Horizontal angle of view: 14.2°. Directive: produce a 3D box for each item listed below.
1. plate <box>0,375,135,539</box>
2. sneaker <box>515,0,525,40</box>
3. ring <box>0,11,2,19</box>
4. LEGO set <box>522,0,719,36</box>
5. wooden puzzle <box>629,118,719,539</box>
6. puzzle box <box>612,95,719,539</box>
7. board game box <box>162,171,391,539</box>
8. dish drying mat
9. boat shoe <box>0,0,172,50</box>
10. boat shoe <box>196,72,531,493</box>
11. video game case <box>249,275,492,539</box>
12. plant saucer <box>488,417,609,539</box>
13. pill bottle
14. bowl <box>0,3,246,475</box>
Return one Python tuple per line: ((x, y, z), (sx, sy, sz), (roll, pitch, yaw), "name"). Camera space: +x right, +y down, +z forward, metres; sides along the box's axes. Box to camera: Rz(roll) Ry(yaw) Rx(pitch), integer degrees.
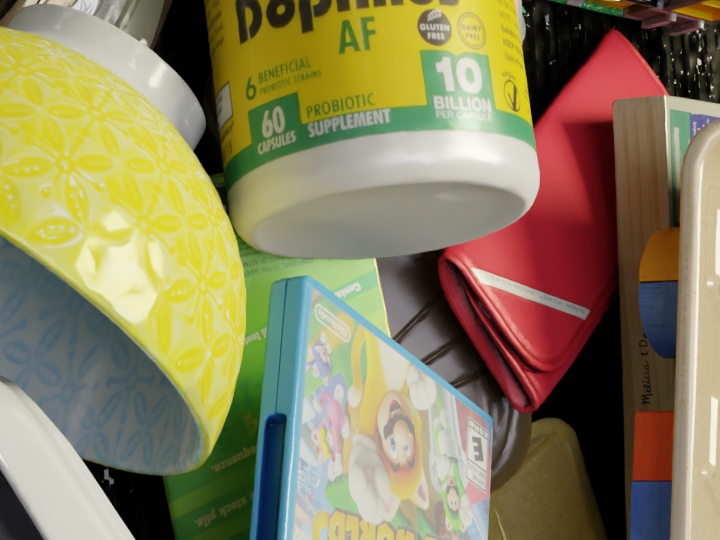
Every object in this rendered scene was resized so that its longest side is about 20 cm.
((-0.112, 0.097, 1.008), (0.032, 0.200, 0.200), (-39, 112, -17), "plate")
((-0.011, -0.161, 1.143), (0.095, 0.079, 0.200), (-25, 77, 4), "sneaker")
((-0.155, -0.014, 1.105), (0.200, 0.019, 0.201), (1, 87, -27), "ring")
((0.123, -0.188, 1.192), (0.153, 0.116, 0.201), (20, 77, -24), "LEGO set")
((0.155, 0.052, 1.161), (0.185, 0.046, 0.201), (18, 77, -59), "wooden puzzle")
((0.146, 0.029, 1.213), (0.133, 0.025, 0.201), (2, 86, -60), "puzzle box")
((-0.030, 0.061, 1.093), (0.095, 0.030, 0.201), (-11, 89, -4), "board game box")
((0.089, -0.025, 1.176), (0.077, 0.018, 0.200), (56, 38, -13), "dish drying mat")
((-0.095, -0.149, 1.102), (0.066, 0.074, 0.201), (28, 66, -26), "boat shoe")
((0.000, 0.000, 1.146), (0.073, 0.065, 0.200), (-29, 93, -20), "boat shoe")
((0.004, 0.120, 1.021), (0.143, 0.018, 0.201), (39, 48, -51), "video game case")
((0.022, 0.184, 1.169), (0.200, 0.048, 0.201), (-21, 97, -26), "plant saucer")
((-0.002, -0.113, 1.044), (0.112, 0.113, 0.201), (1, 74, -27), "pill bottle")
((-0.114, -0.027, 1.011), (0.200, 0.200, 0.108), (39, 66, -20), "bowl")
